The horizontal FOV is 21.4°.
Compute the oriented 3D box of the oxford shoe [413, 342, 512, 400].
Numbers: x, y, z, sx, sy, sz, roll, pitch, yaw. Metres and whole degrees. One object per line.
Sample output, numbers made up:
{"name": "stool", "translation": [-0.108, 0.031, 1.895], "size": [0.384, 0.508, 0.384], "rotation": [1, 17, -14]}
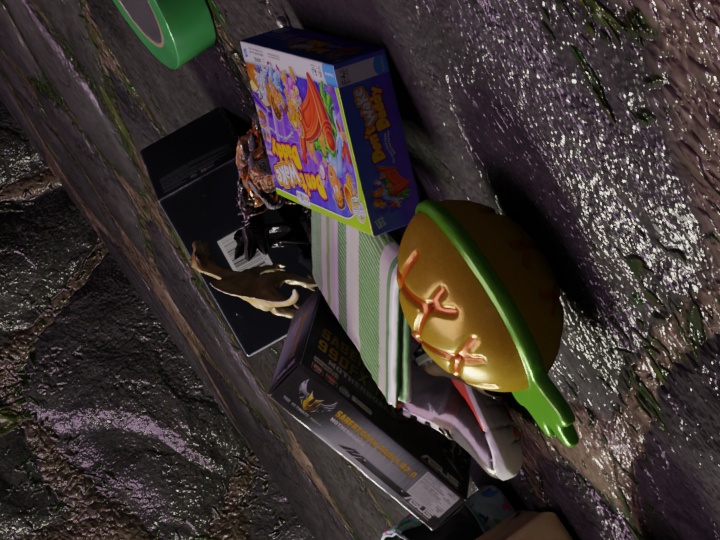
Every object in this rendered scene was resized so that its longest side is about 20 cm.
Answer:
{"name": "oxford shoe", "translation": [0.095, 0.072, 1.543], "size": [0.084, 0.073, 0.200], "rotation": [47, 172, -1]}

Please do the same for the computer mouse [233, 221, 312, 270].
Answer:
{"name": "computer mouse", "translation": [-0.053, -0.015, 1.842], "size": [0.199, 0.058, 0.034], "rotation": [15, 127, 49]}

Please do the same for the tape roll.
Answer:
{"name": "tape roll", "translation": [-0.217, -0.296, 1.885], "size": [0.201, 0.048, 0.201], "rotation": [54, 168, 16]}

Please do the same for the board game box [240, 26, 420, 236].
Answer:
{"name": "board game box", "translation": [-0.025, -0.113, 1.497], "size": [0.200, 0.045, 0.135], "rotation": [25, 132, 64]}

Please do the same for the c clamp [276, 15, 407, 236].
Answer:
{"name": "c clamp", "translation": [-0.004, -0.099, 1.589], "size": [0.200, 0.027, 0.171], "rotation": [47, 165, 42]}

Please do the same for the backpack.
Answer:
{"name": "backpack", "translation": [0.105, 0.312, 1.933], "size": [0.178, 0.150, 0.200], "rotation": [58, 161, 4]}

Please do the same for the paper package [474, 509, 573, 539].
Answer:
{"name": "paper package", "translation": [0.146, 0.351, 1.771], "size": [0.201, 0.190, 0.103], "rotation": [58, 168, -1]}

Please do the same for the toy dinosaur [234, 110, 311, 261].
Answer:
{"name": "toy dinosaur", "translation": [-0.078, -0.093, 1.817], "size": [0.200, 0.101, 0.137], "rotation": [-56, -44, -62]}

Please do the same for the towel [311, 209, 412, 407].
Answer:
{"name": "towel", "translation": [0.000, 0.000, 1.608], "size": [0.200, 0.023, 0.153], "rotation": [-124, 27, -51]}

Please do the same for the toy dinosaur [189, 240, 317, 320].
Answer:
{"name": "toy dinosaur", "translation": [-0.092, 0.021, 1.835], "size": [0.200, 0.101, 0.059], "rotation": [23, 104, 51]}

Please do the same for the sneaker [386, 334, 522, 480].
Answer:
{"name": "sneaker", "translation": [0.068, 0.113, 1.677], "size": [0.201, 0.082, 0.077], "rotation": [57, -166, 27]}

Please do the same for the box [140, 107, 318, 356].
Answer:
{"name": "box", "translation": [-0.134, -0.043, 2.009], "size": [0.201, 0.104, 0.182], "rotation": [62, 179, -23]}

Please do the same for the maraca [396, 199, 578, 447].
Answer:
{"name": "maraca", "translation": [0.095, 0.037, 1.345], "size": [0.201, 0.107, 0.137], "rotation": [59, 175, -10]}

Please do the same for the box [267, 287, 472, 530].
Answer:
{"name": "box", "translation": [0.016, 0.122, 1.734], "size": [0.200, 0.048, 0.159], "rotation": [41, -156, -12]}
